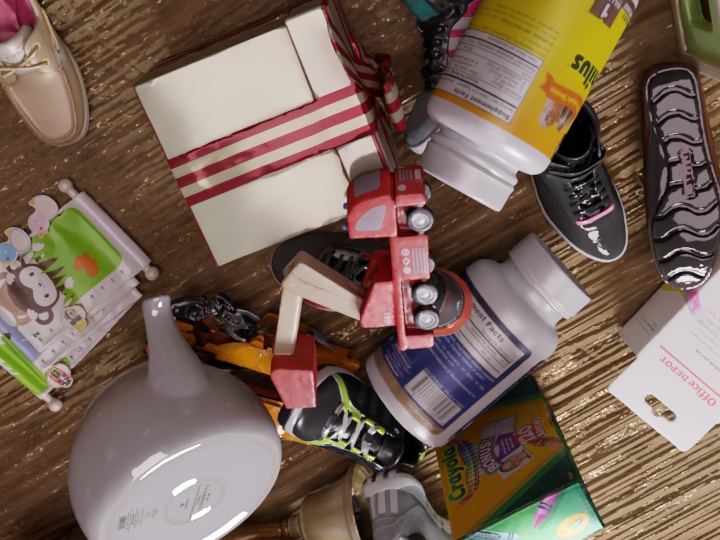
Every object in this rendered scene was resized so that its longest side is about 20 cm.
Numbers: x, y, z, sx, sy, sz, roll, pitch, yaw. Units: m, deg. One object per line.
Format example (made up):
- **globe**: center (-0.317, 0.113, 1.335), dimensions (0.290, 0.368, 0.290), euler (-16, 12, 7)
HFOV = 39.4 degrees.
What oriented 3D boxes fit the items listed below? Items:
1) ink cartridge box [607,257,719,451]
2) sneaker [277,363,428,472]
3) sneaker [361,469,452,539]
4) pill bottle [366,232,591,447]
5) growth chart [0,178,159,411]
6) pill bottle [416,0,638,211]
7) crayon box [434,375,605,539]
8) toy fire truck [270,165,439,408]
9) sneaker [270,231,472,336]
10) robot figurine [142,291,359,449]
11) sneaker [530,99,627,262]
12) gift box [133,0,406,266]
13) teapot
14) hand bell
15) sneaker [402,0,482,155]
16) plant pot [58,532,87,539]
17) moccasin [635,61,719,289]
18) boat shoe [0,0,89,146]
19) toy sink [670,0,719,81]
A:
- **ink cartridge box**: center (0.333, 0.061, 0.960), dimensions (0.117, 0.067, 0.200), euler (39, 103, -13)
- **sneaker**: center (0.006, 0.141, 0.924), dimensions (0.083, 0.200, 0.072), euler (32, 94, 33)
- **sneaker**: center (0.060, 0.292, 0.982), dimensions (0.075, 0.116, 0.200), euler (-24, 129, 21)
- **pill bottle**: center (0.110, 0.061, 0.931), dimensions (0.200, 0.111, 0.111), euler (-42, 105, 12)
- **growth chart**: center (-0.291, 0.022, 0.959), dimensions (0.145, 0.018, 0.200), euler (38, 103, -12)
- **pill bottle**: center (0.125, -0.152, 0.789), dimensions (0.109, 0.109, 0.201), euler (27, 97, -10)
- **crayon box**: center (0.138, 0.187, 0.928), dimensions (0.118, 0.200, 0.058), euler (-29, 108, 8)
- **toy fire truck**: center (-0.009, 0.015, 0.791), dimensions (0.140, 0.049, 0.201), euler (-4, 124, 3)
- **sneaker**: center (0.000, 0.000, 0.890), dimensions (0.199, 0.082, 0.077), euler (12, 81, 25)
- **robot figurine**: center (-0.110, 0.098, 0.967), dimensions (0.199, 0.058, 0.146), euler (18, 107, -8)
- **sneaker**: center (0.191, -0.081, 0.892), dimensions (0.070, 0.099, 0.201), euler (-28, 108, 6)
- **gift box**: center (-0.063, -0.138, 0.823), dimensions (0.186, 0.185, 0.201), euler (-19, 114, 7)
- **teapot**: center (-0.175, 0.151, 0.884), dimensions (0.200, 0.146, 0.197), euler (-41, 144, 3)
- **hand bell**: center (-0.081, 0.263, 1.021), dimensions (0.199, 0.104, 0.105), euler (-15, 109, 16)
- **sneaker**: center (0.062, -0.206, 0.844), dimensions (0.120, 0.084, 0.201), euler (25, 99, -25)
- **plant pot**: center (-0.242, 0.334, 0.990), dimensions (0.173, 0.200, 0.201), euler (-27, 108, -9)
- **moccasin**: center (0.283, -0.084, 0.902), dimensions (0.073, 0.078, 0.203), euler (-12, 97, 16)
- **boat shoe**: center (-0.296, -0.196, 0.857), dimensions (0.073, 0.069, 0.201), euler (-20, 108, 5)
- **toy sink**: center (0.310, -0.267, 0.816), dimensions (0.111, 0.130, 0.201), euler (-14, 109, 4)
